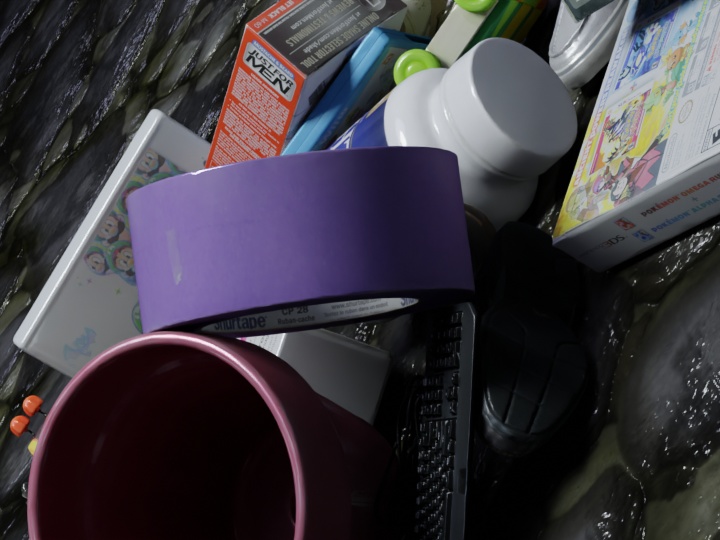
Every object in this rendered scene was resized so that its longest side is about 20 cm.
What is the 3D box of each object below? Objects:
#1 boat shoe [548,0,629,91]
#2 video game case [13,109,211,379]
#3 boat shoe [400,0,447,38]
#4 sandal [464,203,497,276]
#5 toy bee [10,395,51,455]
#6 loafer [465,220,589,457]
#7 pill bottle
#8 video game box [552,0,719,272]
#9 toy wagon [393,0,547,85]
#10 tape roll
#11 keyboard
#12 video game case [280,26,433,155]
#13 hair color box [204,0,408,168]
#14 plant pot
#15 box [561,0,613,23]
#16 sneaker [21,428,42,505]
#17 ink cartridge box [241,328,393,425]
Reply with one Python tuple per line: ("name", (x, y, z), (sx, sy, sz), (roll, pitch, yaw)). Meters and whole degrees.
("boat shoe", (0.161, -0.216, 1.785), (0.072, 0.068, 0.201), (-9, 52, 64))
("video game case", (-0.133, 0.011, 1.982), (0.201, 0.182, 0.024), (-59, 30, -2))
("boat shoe", (0.025, -0.157, 1.990), (0.065, 0.072, 0.200), (-36, -15, -21))
("sandal", (0.000, 0.000, 1.706), (0.199, 0.082, 0.055), (-1, 31, 36))
("toy bee", (-0.191, 0.127, 1.929), (0.131, 0.109, 0.200), (-49, -21, -15))
("loafer", (0.090, 0.053, 1.576), (0.072, 0.073, 0.200), (-58, 9, 30))
("pill bottle", (0.046, -0.062, 1.758), (0.200, 0.119, 0.120), (-40, 26, 40))
("video game box", (0.203, -0.113, 1.569), (0.182, 0.047, 0.201), (-26, 37, 52))
("toy wagon", (0.065, -0.140, 1.855), (0.200, 0.039, 0.155), (-56, -12, 9))
("tape roll", (-0.035, -0.014, 1.581), (0.200, 0.199, 0.086), (-18, 79, 61))
("keyboard", (0.034, 0.120, 1.527), (0.104, 0.039, 0.201), (155, 120, -75))
("video game case", (0.007, -0.105, 1.901), (0.143, 0.018, 0.200), (-53, -15, 13))
("hair color box", (-0.045, -0.114, 1.887), (0.111, 0.064, 0.200), (-38, -18, -36))
("plant pot", (-0.067, 0.142, 1.588), (0.199, 0.179, 0.201), (-4, 82, 32))
("box", (0.222, -0.233, 1.599), (0.159, 0.046, 0.200), (-36, 4, -38))
("sneaker", (-0.155, 0.162, 1.724), (0.200, 0.097, 0.071), (-130, 58, -66))
("ink cartridge box", (-0.069, 0.104, 1.804), (0.200, 0.084, 0.146), (9, 81, 69))
